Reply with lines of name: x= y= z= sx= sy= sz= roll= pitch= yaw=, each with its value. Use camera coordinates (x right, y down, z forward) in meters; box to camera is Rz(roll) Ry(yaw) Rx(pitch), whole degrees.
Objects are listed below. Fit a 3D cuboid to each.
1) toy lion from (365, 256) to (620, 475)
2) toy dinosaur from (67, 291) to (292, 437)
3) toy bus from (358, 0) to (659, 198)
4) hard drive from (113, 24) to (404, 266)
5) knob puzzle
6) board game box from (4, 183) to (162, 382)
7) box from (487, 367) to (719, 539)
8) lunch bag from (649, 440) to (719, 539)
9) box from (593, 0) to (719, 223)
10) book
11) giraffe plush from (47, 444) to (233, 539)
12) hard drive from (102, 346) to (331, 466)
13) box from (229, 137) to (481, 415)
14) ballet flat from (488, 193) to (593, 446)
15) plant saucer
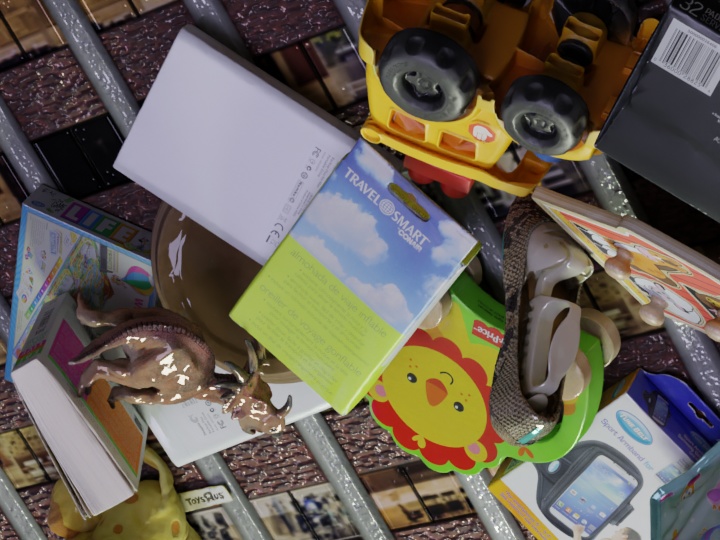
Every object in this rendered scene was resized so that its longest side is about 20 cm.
toy lion: x=0.091 y=0.088 z=1.863 sx=0.199 sy=0.069 sz=0.193 roll=26 pitch=132 yaw=21
toy dinosaur: x=-0.140 y=0.065 z=1.839 sx=0.135 sy=0.087 sz=0.200 roll=1 pitch=165 yaw=27
toy bus: x=0.098 y=-0.119 z=1.693 sx=0.199 sy=0.136 sz=0.193 roll=21 pitch=143 yaw=11
hard drive: x=-0.080 y=-0.081 z=1.839 sx=0.199 sy=0.026 sz=0.132 roll=33 pitch=115 yaw=7
knob puzzle: x=0.228 y=0.021 z=1.663 sx=0.219 sy=0.031 sz=0.220 roll=32 pitch=172 yaw=5
board game box: x=-0.233 y=0.037 z=2.039 sx=0.134 sy=0.034 sz=0.201 roll=24 pitch=130 yaw=13
box: x=0.206 y=0.161 z=1.881 sx=0.119 sy=0.042 sz=0.200 roll=45 pitch=134 yaw=-6
lunch bag: x=0.302 y=0.255 z=1.759 sx=0.169 sy=0.201 sz=0.122 roll=25 pitch=138 yaw=-20
box: x=0.264 y=-0.134 z=1.532 sx=0.148 sy=0.200 sz=0.125 roll=32 pitch=130 yaw=6
book: x=-0.224 y=0.102 z=1.922 sx=0.048 sy=0.200 sz=0.134 roll=-28 pitch=102 yaw=7
giraffe plush: x=-0.219 y=0.270 z=2.108 sx=0.173 sy=0.162 sz=0.200 roll=48 pitch=132 yaw=-8
hard drive: x=-0.102 y=0.075 z=1.971 sx=0.199 sy=0.027 sz=0.132 roll=-22 pitch=110 yaw=25
box: x=0.000 y=0.000 z=1.788 sx=0.122 sy=0.048 sz=0.200 roll=41 pitch=124 yaw=4
ballet flat: x=0.137 y=0.028 z=1.729 sx=0.067 sy=0.202 sz=0.075 roll=18 pitch=156 yaw=-23
plant saucer: x=-0.079 y=-0.001 z=1.896 sx=0.198 sy=0.029 sz=0.202 roll=6 pitch=110 yaw=17
